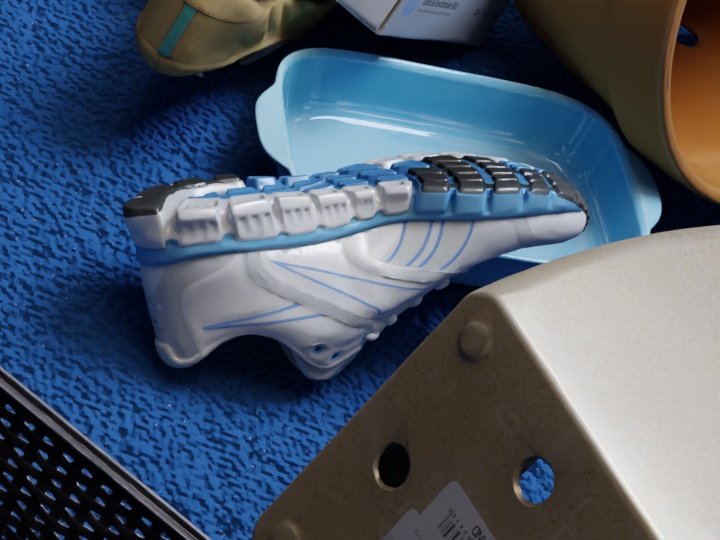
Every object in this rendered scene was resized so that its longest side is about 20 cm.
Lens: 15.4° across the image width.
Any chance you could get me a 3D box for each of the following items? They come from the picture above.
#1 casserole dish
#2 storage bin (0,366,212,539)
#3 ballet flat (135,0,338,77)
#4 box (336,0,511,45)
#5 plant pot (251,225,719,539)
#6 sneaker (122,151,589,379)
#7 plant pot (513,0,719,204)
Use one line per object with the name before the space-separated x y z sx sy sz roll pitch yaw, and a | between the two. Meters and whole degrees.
casserole dish | 0.041 -0.040 1.222 0.200 0.039 0.121 9 44 -21
storage bin | -0.146 0.119 0.917 0.200 0.094 0.135 37 42 13
ballet flat | -0.061 -0.123 1.228 0.069 0.063 0.200 35 14 8
box | -0.030 -0.184 1.283 0.200 0.041 0.156 39 14 15
plant pot | 0.085 0.106 0.931 0.177 0.200 0.200 12 38 -50
sneaker | 0.000 0.000 1.123 0.199 0.087 0.075 -7 14 -14
plant pot | 0.166 -0.149 1.286 0.200 0.200 0.140 -17 37 -39
